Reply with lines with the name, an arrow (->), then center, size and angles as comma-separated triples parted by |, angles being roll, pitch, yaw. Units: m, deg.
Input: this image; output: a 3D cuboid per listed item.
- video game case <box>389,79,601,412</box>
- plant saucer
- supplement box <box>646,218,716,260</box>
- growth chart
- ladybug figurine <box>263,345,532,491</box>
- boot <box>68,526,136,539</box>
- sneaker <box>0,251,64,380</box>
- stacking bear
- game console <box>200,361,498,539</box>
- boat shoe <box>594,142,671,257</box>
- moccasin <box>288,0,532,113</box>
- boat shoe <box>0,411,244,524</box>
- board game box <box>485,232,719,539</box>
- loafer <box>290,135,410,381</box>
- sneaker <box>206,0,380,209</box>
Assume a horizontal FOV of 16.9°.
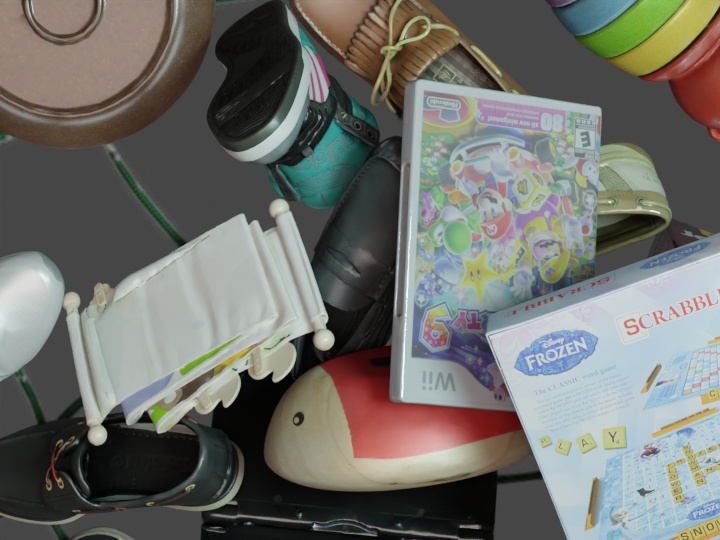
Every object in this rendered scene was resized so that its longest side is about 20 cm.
video game case -> 0.087, -0.012, 1.532 | 0.142, 0.018, 0.202 | 6, 84, -29
plant saucer -> -0.197, -0.180, 1.616 | 0.199, 0.034, 0.202 | 0, 99, 1
supplement box -> 0.238, 0.037, 1.562 | 0.110, 0.200, 0.086 | 19, 101, -2
growth chart -> -0.111, 0.037, 1.588 | 0.199, 0.146, 0.018 | -25, 143, 20
ladybug figurine -> 0.033, 0.090, 1.573 | 0.198, 0.136, 0.073 | -8, 107, -18
boot -> -0.154, 0.283, 1.629 | 0.073, 0.151, 0.201 | -21, 101, 14
sneaker -> -0.281, 0.064, 1.634 | 0.200, 0.080, 0.071 | -40, 95, 5
stacking bear -> 0.196, -0.173, 1.577 | 0.200, 0.114, 0.122 | 43, 78, -17
game console -> -0.009, 0.165, 1.679 | 0.198, 0.117, 0.177 | 6, 69, -1
boat shoe -> 0.108, -0.018, 1.610 | 0.199, 0.063, 0.073 | -21, 133, 6
moccasin -> 0.039, -0.134, 1.598 | 0.201, 0.078, 0.074 | 42, 97, -6
boat shoe -> -0.180, 0.129, 1.626 | 0.200, 0.063, 0.074 | -3, 70, 22
board game box -> 0.201, 0.088, 1.450 | 0.199, 0.041, 0.201 | -19, 105, 10
loafer -> 0.000, 0.000, 1.580 | 0.068, 0.070, 0.201 | 40, 136, 22
sneaker -> -0.041, -0.087, 1.557 | 0.083, 0.200, 0.121 | -31, 113, 13
